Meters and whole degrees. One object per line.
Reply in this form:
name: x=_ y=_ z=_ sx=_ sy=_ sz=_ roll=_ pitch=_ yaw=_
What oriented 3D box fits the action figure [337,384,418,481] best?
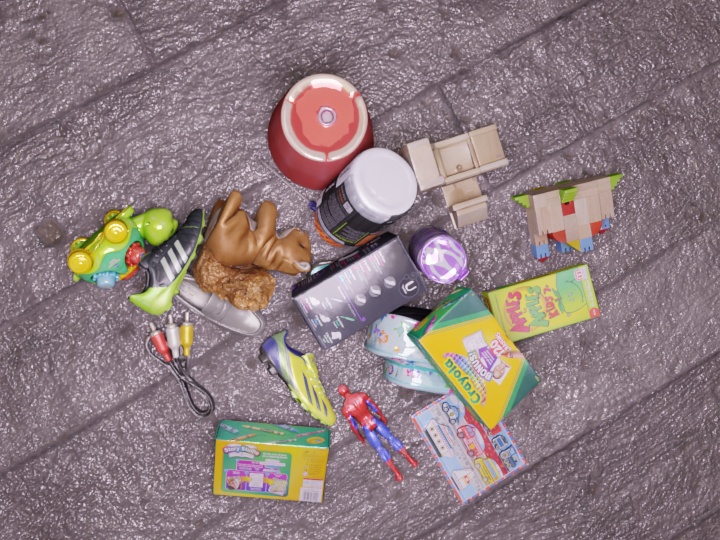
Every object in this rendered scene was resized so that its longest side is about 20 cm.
action figure: x=0.023 y=0.293 z=1.187 sx=0.065 sy=0.052 sz=0.200 roll=-37 pitch=89 yaw=-9

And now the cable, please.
cable: x=-0.328 y=0.178 z=1.150 sx=0.097 sy=0.050 sz=0.201 roll=-15 pitch=91 yaw=-4

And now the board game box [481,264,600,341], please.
board game box: x=0.341 y=0.063 z=1.214 sx=0.199 sy=0.048 sz=0.102 roll=-16 pitch=92 yaw=-5

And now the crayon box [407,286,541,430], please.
crayon box: x=0.182 y=0.139 z=1.026 sx=0.119 sy=0.058 sz=0.200 roll=-42 pitch=104 yaw=-9

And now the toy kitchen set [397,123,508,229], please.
toy kitchen set: x=0.183 y=-0.160 z=1.130 sx=0.199 sy=0.180 sz=0.164 roll=-18 pitch=93 yaw=-4

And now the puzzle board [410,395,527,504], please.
puzzle board: x=0.208 y=0.325 z=1.221 sx=0.150 sy=0.017 sz=0.201 roll=-31 pitch=93 yaw=-4

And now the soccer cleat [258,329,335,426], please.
soccer cleat: x=-0.101 y=0.197 z=1.167 sx=0.084 sy=0.065 sz=0.200 roll=-41 pitch=96 yaw=-15

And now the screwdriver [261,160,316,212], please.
screwdriver: x=-0.106 y=-0.136 z=1.183 sx=0.200 sy=0.029 sz=0.028 roll=40 pitch=87 yaw=-1

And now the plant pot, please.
plant pot: x=-0.065 y=-0.246 z=1.108 sx=0.199 sy=0.177 sz=0.202 roll=0 pitch=90 yaw=-6

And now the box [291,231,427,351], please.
box: x=-0.006 y=0.030 z=1.076 sx=0.199 sy=0.122 sz=0.106 roll=-31 pitch=100 yaw=-1

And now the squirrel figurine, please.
squirrel figurine: x=-0.184 y=-0.020 z=1.123 sx=0.186 sy=0.141 sz=0.201 roll=25 pitch=71 yaw=-22

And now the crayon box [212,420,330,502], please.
crayon box: x=-0.159 y=0.340 z=1.140 sx=0.199 sy=0.058 sz=0.120 roll=6 pitch=111 yaw=-4

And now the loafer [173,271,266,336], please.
loafer: x=-0.263 y=0.061 z=1.145 sx=0.199 sy=0.070 sz=0.070 roll=27 pitch=88 yaw=-5

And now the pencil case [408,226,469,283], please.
pencil case: x=0.133 y=-0.028 z=1.123 sx=0.084 sy=0.200 sz=0.086 roll=-44 pitch=96 yaw=7

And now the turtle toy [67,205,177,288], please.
turtle toy: x=-0.412 y=-0.044 z=1.106 sx=0.200 sy=0.146 sz=0.101 roll=-41 pitch=114 yaw=-6

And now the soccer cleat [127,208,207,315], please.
soccer cleat: x=-0.323 y=-0.024 z=1.083 sx=0.081 sy=0.067 sz=0.201 roll=26 pitch=71 yaw=-20

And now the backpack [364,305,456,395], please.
backpack: x=0.106 y=0.134 z=1.127 sx=0.199 sy=0.177 sz=0.151 roll=17 pitch=87 yaw=-13

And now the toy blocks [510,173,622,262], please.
toy blocks: x=0.396 y=-0.094 z=1.204 sx=0.199 sy=0.100 sz=0.138 roll=-14 pitch=104 yaw=-4

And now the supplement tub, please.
supplement tub: x=0.000 y=-0.115 z=1.088 sx=0.122 sy=0.200 sz=0.123 roll=8 pitch=71 yaw=-25

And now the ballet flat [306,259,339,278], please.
ballet flat: x=0.000 y=0.000 z=1.170 sx=0.199 sy=0.068 sz=0.068 roll=0 pitch=93 yaw=-6
